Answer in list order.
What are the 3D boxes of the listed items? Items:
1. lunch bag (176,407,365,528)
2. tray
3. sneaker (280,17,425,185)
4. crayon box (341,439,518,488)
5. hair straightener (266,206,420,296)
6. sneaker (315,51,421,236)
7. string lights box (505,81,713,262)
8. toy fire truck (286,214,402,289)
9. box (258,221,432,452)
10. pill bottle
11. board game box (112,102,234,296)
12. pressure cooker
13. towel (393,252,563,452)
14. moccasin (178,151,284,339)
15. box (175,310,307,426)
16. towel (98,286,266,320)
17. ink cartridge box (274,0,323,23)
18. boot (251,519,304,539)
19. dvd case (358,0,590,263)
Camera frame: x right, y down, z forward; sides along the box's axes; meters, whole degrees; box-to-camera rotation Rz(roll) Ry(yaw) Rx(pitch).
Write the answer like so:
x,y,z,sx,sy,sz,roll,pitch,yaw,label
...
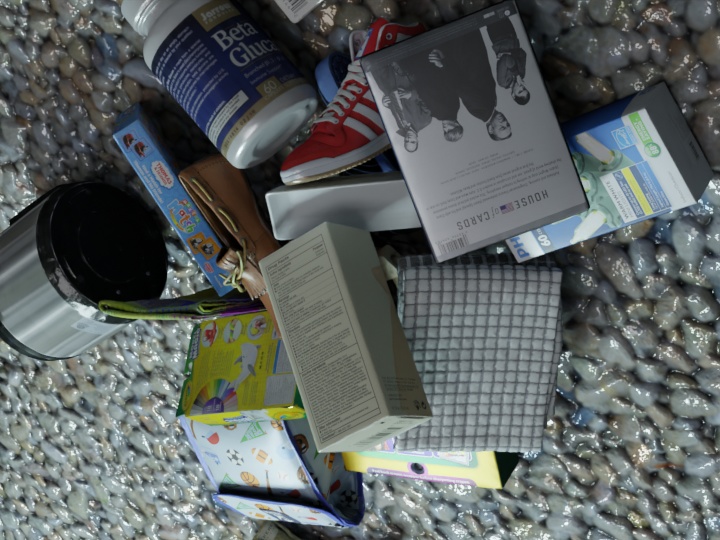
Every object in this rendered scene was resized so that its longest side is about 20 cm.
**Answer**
x,y,z,sx,sy,sz,roll,pitch,yaw,label
-0.097,0.217,1.742,0.169,0.124,0.201,-1,123,37,lunch bag
0.012,-0.068,1.420,0.199,0.022,0.107,-5,156,0,tray
-0.006,-0.162,1.383,0.071,0.200,0.113,5,121,59,sneaker
0.061,0.146,1.640,0.199,0.058,0.173,3,121,29,crayon box
-0.012,-0.025,1.574,0.199,0.041,0.077,29,132,11,hair straightener
0.002,-0.119,1.481,0.078,0.070,0.200,-22,108,35,sneaker
0.212,-0.088,1.381,0.200,0.059,0.103,-20,109,39,string lights box
0.000,0.000,1.526,0.140,0.049,0.200,10,137,24,toy fire truck
-0.016,0.064,1.417,0.095,0.078,0.201,-28,69,30,box
-0.143,-0.208,1.468,0.200,0.111,0.111,49,134,9,pill bottle
-0.194,-0.078,1.585,0.037,0.151,0.200,-33,106,1,board game box
-0.341,0.009,1.707,0.200,0.179,0.176,-30,106,41,pressure cooker
0.114,0.080,1.487,0.165,0.086,0.201,-1,111,-7,towel
-0.119,-0.020,1.500,0.202,0.078,0.074,65,160,-12,moccasin
-0.121,0.108,1.635,0.199,0.118,0.048,-8,154,40,box
-0.170,0.034,1.620,0.143,0.200,0.023,1,94,34,towel
-0.064,-0.354,1.371,0.176,0.045,0.200,-31,103,42,ink cartridge box
-0.059,0.362,1.856,0.155,0.073,0.200,40,139,-3,boot
0.103,-0.124,1.337,0.150,0.025,0.201,-19,99,12,dvd case
